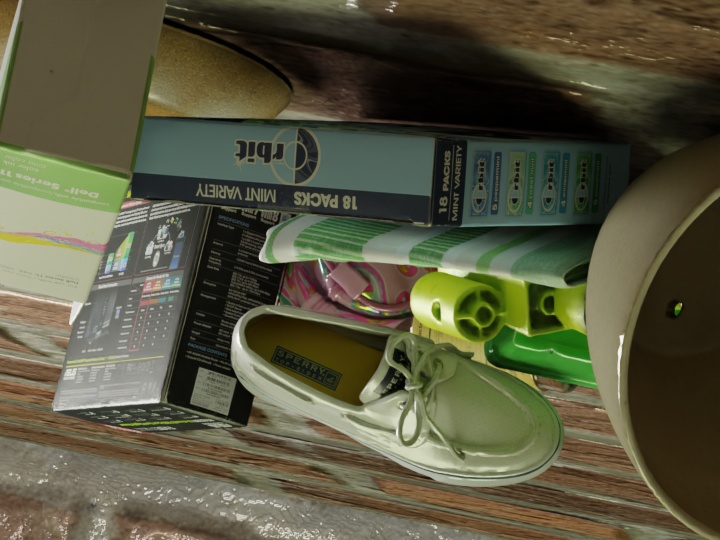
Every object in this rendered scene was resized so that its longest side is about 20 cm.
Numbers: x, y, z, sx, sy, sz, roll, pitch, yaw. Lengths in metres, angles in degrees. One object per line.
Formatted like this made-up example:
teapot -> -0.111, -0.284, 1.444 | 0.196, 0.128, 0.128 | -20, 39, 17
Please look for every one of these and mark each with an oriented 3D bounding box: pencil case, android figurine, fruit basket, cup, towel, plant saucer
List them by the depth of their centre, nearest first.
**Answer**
cup -> 0.184, 0.014, 1.411 | 0.199, 0.201, 0.143 | 17, -169, -26
plant saucer -> -0.136, -0.097, 1.554 | 0.199, 0.036, 0.200 | 13, 169, 2
towel -> 0.065, -0.021, 1.556 | 0.199, 0.024, 0.152 | 7, -162, 37
android figurine -> 0.115, 0.001, 1.574 | 0.181, 0.041, 0.200 | -10, -167, -22
fruit basket -> 0.145, 0.019, 1.767 | 0.184, 0.094, 0.200 | 12, -174, 3
pencil case -> 0.000, 0.000, 1.773 | 0.087, 0.088, 0.200 | 14, 169, -7

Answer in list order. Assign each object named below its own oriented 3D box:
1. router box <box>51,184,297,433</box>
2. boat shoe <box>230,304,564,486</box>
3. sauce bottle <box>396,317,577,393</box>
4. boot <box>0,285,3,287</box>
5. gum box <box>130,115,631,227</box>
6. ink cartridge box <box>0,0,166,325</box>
router box -> -0.115, 0.020, 1.839 | 0.062, 0.151, 0.200 | 17, 170, -23
boat shoe -> 0.021, 0.063, 1.696 | 0.201, 0.075, 0.086 | 22, 167, 6
sauce bottle -> 0.056, 0.039, 1.987 | 0.199, 0.065, 0.065 | 9, 169, 29
boot -> -0.224, -0.036, 1.822 | 0.073, 0.096, 0.200 | 13, 170, -4
gum box -> 0.013, -0.049, 1.460 | 0.169, 0.045, 0.200 | 6, -175, 32
ink cartridge box -> -0.143, -0.062, 1.406 | 0.067, 0.118, 0.200 | 12, 156, -8
